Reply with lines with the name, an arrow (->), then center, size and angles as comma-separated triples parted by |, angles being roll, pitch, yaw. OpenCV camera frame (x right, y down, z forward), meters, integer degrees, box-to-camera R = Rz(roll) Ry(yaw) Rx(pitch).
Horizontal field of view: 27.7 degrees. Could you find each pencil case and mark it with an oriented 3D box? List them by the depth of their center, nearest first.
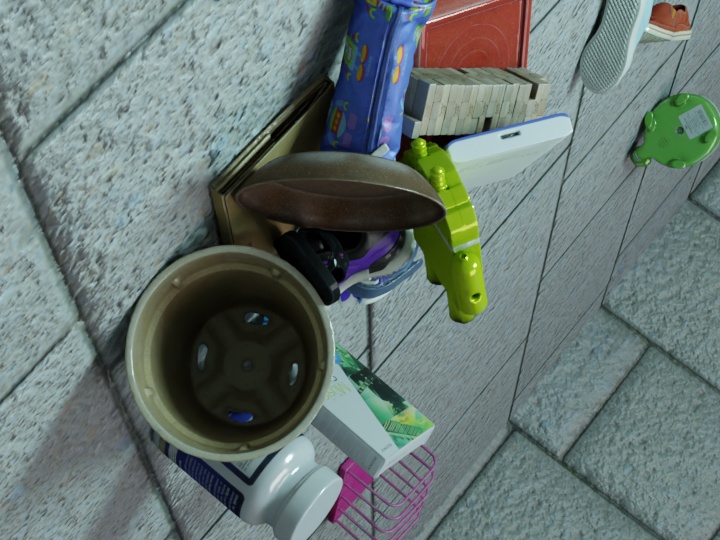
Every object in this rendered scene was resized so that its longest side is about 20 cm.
pencil case -> 0.015, -0.180, 1.377 | 0.087, 0.077, 0.202 | -112, -149, -58

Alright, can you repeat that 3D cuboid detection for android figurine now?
android figurine -> 0.081, -0.043, 1.460 | 0.041, 0.183, 0.201 | -21, 138, -8

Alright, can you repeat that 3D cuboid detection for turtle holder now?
turtle holder -> 0.618, -0.256, 2.825 | 0.187, 0.140, 0.131 | -61, 163, 18

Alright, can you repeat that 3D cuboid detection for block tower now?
block tower -> 0.112, -0.173, 1.484 | 0.198, 0.054, 0.059 | -9, 120, -41

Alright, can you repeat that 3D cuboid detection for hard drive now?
hard drive -> 0.131, -0.117, 1.535 | 0.130, 0.026, 0.200 | -15, 175, -12

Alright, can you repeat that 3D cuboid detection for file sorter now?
file sorter -> 0.042, 0.379, 2.526 | 0.139, 0.125, 0.201 | -43, 160, -31

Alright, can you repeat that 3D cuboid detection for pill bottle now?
pill bottle -> -0.122, 0.207, 1.610 | 0.116, 0.199, 0.116 | -46, 162, -20

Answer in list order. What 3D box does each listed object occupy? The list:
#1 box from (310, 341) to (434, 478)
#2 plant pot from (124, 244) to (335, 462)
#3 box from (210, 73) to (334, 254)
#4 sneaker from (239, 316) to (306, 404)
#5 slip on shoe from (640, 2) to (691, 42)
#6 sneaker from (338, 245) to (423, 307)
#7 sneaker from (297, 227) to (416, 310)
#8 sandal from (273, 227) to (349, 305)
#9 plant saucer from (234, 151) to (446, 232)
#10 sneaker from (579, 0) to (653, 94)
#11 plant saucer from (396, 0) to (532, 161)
box -> -0.017, 0.161, 1.808 | 0.037, 0.199, 0.144 | -57, 164, 26
plant pot -> -0.119, 0.088, 1.449 | 0.201, 0.200, 0.184 | -52, 174, -5
box -> -0.080, -0.086, 1.461 | 0.164, 0.021, 0.201 | -48, 162, -19
sneaker -> -0.073, 0.096, 1.628 | 0.200, 0.085, 0.076 | -74, 154, -66
slip on shoe -> 0.469, -0.392, 2.305 | 0.199, 0.073, 0.062 | -17, 106, -54
sneaker -> 0.000, 0.000, 1.745 | 0.199, 0.080, 0.147 | -29, 151, -54
sneaker -> -0.045, -0.015, 1.576 | 0.199, 0.070, 0.099 | -31, 140, 26
sandal -> -0.046, -0.015, 1.429 | 0.048, 0.076, 0.200 | -32, -168, -7
plant saucer -> -0.017, -0.075, 1.355 | 0.200, 0.197, 0.037 | 43, 51, -73
sneaker -> 0.385, -0.347, 2.128 | 0.082, 0.074, 0.201 | -35, 156, -39
plant saucer -> 0.109, -0.208, 1.527 | 0.198, 0.037, 0.202 | -23, 130, -33
